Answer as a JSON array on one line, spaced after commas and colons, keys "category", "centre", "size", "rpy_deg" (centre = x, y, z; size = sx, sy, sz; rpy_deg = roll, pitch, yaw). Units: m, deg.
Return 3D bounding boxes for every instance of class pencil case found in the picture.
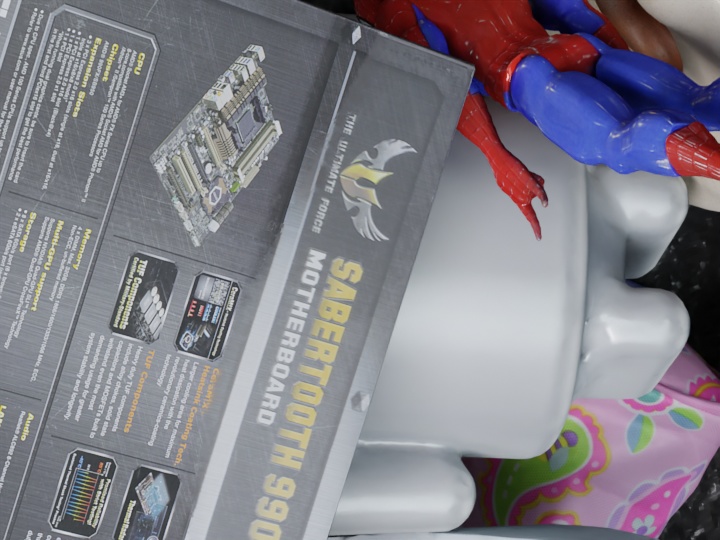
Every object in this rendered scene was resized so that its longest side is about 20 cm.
[{"category": "pencil case", "centre": [0.052, 0.100, 0.984], "size": [0.087, 0.087, 0.201], "rpy_deg": [22, 106, -27]}]

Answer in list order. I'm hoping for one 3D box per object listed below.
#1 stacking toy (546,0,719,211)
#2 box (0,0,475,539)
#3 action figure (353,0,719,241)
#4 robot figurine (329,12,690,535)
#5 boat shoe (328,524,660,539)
[{"category": "stacking toy", "centre": [0.143, -0.128, 0.901], "size": [0.200, 0.146, 0.147], "rpy_deg": [-40, 123, -19]}, {"category": "box", "centre": [-0.071, 0.013, 0.770], "size": [0.158, 0.048, 0.201], "rpy_deg": [16, 91, -29]}, {"category": "action figure", "centre": [0.063, -0.049, 0.816], "size": [0.065, 0.200, 0.052], "rpy_deg": [-29, 131, -27]}, {"category": "robot figurine", "centre": [0.000, 0.000, 0.884], "size": [0.199, 0.171, 0.113], "rpy_deg": [4, 159, -5]}, {"category": "boat shoe", "centre": [0.014, 0.130, 0.920], "size": [0.071, 0.199, 0.091], "rpy_deg": [4, 81, -51]}]
